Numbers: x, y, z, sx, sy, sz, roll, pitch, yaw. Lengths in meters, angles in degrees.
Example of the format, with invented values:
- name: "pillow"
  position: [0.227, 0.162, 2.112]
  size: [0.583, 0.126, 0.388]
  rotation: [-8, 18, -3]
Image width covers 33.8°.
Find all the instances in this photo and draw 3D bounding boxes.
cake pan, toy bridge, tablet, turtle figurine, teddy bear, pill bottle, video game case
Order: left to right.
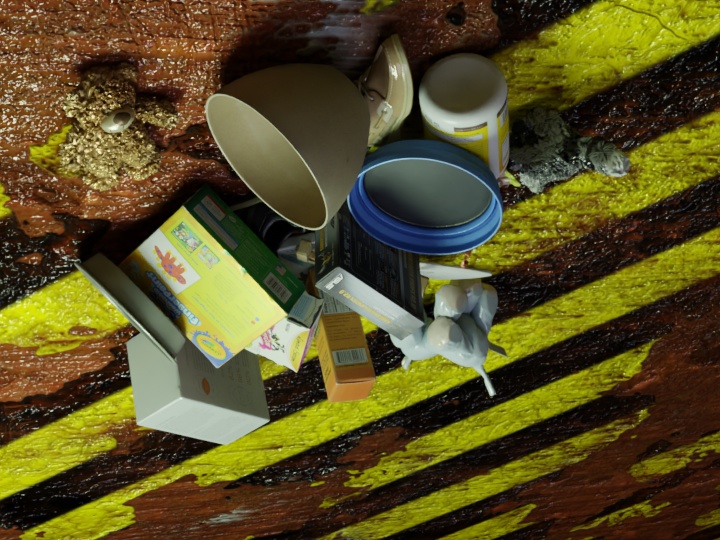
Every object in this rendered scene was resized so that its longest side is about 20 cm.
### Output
- name: "teddy bear"
  position: [-0.289, -0.158, 1.410]
  size: [0.145, 0.067, 0.200]
  rotation: [-3, 149, -24]
- name: "cake pan"
  position: [-0.315, 0.049, 1.649]
  size: [0.037, 0.200, 0.200]
  rotation: [-45, 152, -11]
- name: "video game case"
  position: [-0.024, -0.013, 1.819]
  size: [0.200, 0.022, 0.182]
  rotation: [-12, 150, -4]
- name: "toy bridge"
  position: [0.000, 0.000, 1.720]
  size: [0.200, 0.027, 0.067]
  rotation: [17, 164, 6]
- name: "tablet"
  position: [0.085, -0.002, 1.793]
  size: [0.200, 0.014, 0.130]
  rotation: [7, 173, -34]
- name: "pill bottle"
  position: [0.136, -0.178, 1.520]
  size: [0.109, 0.109, 0.200]
  rotation: [-14, 150, 0]
- name: "turtle figurine"
  position: [0.153, -0.085, 1.690]
  size: [0.161, 0.064, 0.200]
  rotation: [-44, 149, 5]

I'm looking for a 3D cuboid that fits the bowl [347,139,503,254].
- name: "bowl"
  position: [0.084, -0.093, 1.520]
  size: [0.200, 0.039, 0.201]
  rotation: [8, 146, 5]

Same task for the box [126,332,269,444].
- name: "box"
  position: [-0.261, 0.178, 1.907]
  size: [0.106, 0.152, 0.200]
  rotation: [-32, 146, 29]

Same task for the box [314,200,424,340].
- name: "box"
  position: [0.011, -0.024, 1.598]
  size: [0.158, 0.200, 0.048]
  rotation: [34, 125, -30]

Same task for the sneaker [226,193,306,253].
- name: "sneaker"
  position: [-0.156, -0.052, 1.632]
  size: [0.200, 0.083, 0.072]
  rotation: [-26, 148, 19]

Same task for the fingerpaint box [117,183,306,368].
- name: "fingerpaint box"
  position: [-0.202, 0.009, 1.614]
  size: [0.200, 0.073, 0.167]
  rotation: [46, 127, -8]

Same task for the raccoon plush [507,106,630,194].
- name: "raccoon plush"
  position: [0.277, -0.135, 1.603]
  size: [0.097, 0.200, 0.134]
  rotation: [-52, 147, -2]

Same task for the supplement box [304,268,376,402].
- name: "supplement box"
  position: [-0.033, 0.093, 1.770]
  size: [0.069, 0.200, 0.067]
  rotation: [-3, 148, -16]

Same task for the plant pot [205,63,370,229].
- name: "plant pot"
  position: [-0.067, -0.168, 1.403]
  size: [0.134, 0.200, 0.200]
  rotation: [-44, 157, -20]

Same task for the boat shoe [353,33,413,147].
- name: "boat shoe"
  position: [0.022, -0.210, 1.453]
  size: [0.064, 0.071, 0.200]
  rotation: [-10, 151, -10]

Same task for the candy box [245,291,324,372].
- name: "candy box"
  position: [-0.162, 0.058, 1.740]
  size: [0.200, 0.061, 0.136]
  rotation: [23, 146, 3]

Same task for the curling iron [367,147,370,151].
- name: "curling iron"
  position: [0.018, -0.133, 1.628]
  size: [0.050, 0.026, 0.200]
  rotation: [-21, 150, 7]

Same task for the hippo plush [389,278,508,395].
- name: "hippo plush"
  position: [0.137, 0.089, 1.986]
  size: [0.161, 0.159, 0.200]
  rotation: [1, 148, 41]
